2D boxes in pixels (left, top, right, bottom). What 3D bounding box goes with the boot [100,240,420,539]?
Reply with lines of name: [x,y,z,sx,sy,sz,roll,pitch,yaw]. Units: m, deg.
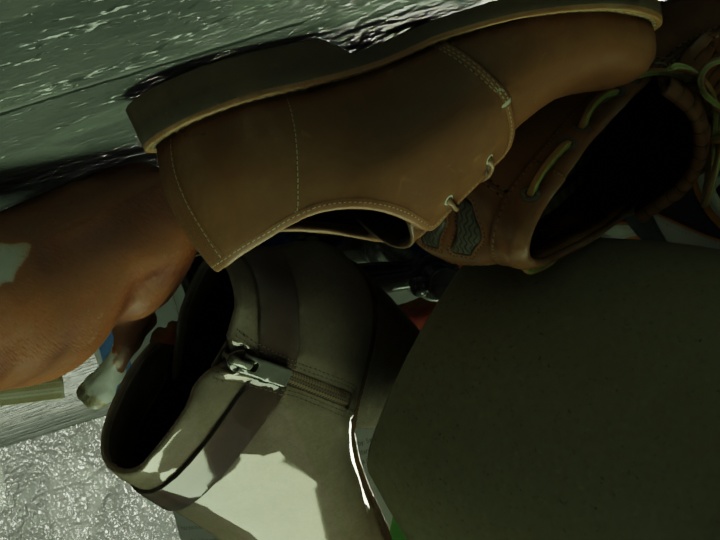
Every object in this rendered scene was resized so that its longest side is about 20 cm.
boot: [-0.045,0.084,0.815,0.070,0.201,0.146,21,-178,40]

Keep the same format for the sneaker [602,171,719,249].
sneaker: [0.144,-0.027,0.929,0.078,0.080,0.200,10,-162,-39]

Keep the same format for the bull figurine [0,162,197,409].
bull figurine: [-0.137,0.020,0.717,0.200,0.065,0.122,-22,154,-45]

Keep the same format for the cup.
cup: [0.088,0.066,0.783,0.201,0.143,0.200,-58,169,-19]

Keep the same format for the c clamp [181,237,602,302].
c clamp: [0.000,0.000,0.933,0.170,0.027,0.200,-10,-172,-12]

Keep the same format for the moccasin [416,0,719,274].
moccasin: [0.106,-0.053,0.768,0.078,0.074,0.201,25,-147,35]

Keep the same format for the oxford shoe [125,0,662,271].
oxford shoe: [0.022,-0.047,0.680,0.199,0.072,0.071,-18,175,-25]

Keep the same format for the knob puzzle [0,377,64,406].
knob puzzle: [-0.229,0.056,0.871,0.218,0.031,0.220,-4,-173,1]

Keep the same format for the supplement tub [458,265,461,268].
supplement tub: [0.105,-0.009,1.193,0.122,0.123,0.200,-19,177,7]

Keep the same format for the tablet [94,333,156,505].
tablet: [-0.050,0.045,1.170,0.199,0.131,0.014,-18,-177,-1]

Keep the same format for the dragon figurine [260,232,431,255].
dragon figurine: [0.041,-0.040,0.847,0.199,0.059,0.099,-12,-172,23]

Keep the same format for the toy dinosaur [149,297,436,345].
toy dinosaur: [-0.020,0.031,0.933,0.200,0.105,0.182,-50,162,-4]

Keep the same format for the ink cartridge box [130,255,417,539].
ink cartridge box: [-0.034,0.068,1.072,0.145,0.201,0.084,-15,179,-30]
